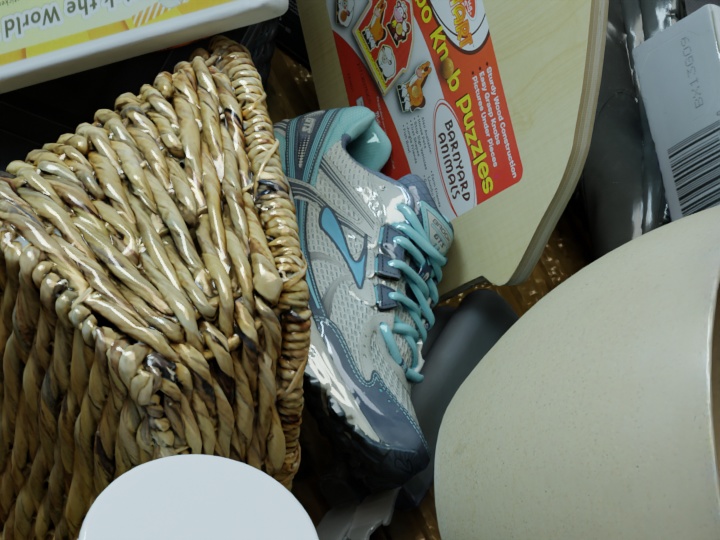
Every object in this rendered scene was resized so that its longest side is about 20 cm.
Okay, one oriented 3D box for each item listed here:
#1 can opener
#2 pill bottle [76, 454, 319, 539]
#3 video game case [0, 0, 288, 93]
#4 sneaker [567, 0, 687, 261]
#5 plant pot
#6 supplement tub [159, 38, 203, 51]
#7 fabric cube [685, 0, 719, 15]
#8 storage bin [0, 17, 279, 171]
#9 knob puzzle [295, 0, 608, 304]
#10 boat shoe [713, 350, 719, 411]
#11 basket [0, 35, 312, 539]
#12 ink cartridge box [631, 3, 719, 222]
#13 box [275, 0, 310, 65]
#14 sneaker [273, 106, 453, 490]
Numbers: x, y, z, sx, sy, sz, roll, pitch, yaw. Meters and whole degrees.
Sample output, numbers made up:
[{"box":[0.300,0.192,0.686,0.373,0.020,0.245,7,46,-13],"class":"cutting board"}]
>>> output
[{"box":[0.015,0.092,1.188,0.066,0.053,0.200,45,50,-20],"class":"can opener"},{"box":[-0.068,0.155,1.014,0.111,0.200,0.111,6,51,-7],"class":"pill bottle"},{"box":[-0.125,-0.168,1.133,0.200,0.023,0.182,-12,80,30],"class":"video game case"},{"box":[0.109,-0.058,1.312,0.091,0.076,0.200,-4,52,8],"class":"sneaker"},{"box":[0.107,0.080,1.069,0.134,0.200,0.200,-9,45,27],"class":"plant pot"},{"box":[-0.105,-0.201,1.209,0.122,0.123,0.200,-17,72,-23],"class":"supplement tub"},{"box":[0.117,-0.253,1.381,0.200,0.196,0.199,-1,52,-11],"class":"fabric cube"},{"box":[-0.127,-0.077,1.260,0.135,0.094,0.200,21,52,6],"class":"storage bin"},{"box":[0.049,-0.089,1.207,0.030,0.220,0.220,-3,51,-34],"class":"knob puzzle"},{"box":[0.143,0.021,1.174,0.062,0.200,0.072,47,13,-6],"class":"boat shoe"},{"box":[-0.066,0.036,1.110,0.149,0.200,0.143,-34,63,-32],"class":"basket"},{"box":[0.212,-0.040,1.290,0.200,0.050,0.109,17,54,-44],"class":"ink cartridge box"},{"box":[-0.026,-0.180,1.317,0.200,0.160,0.044,37,51,19],"class":"box"},{"box":[0.000,0.000,1.170,0.086,0.078,0.200,-23,49,0],"class":"sneaker"}]
